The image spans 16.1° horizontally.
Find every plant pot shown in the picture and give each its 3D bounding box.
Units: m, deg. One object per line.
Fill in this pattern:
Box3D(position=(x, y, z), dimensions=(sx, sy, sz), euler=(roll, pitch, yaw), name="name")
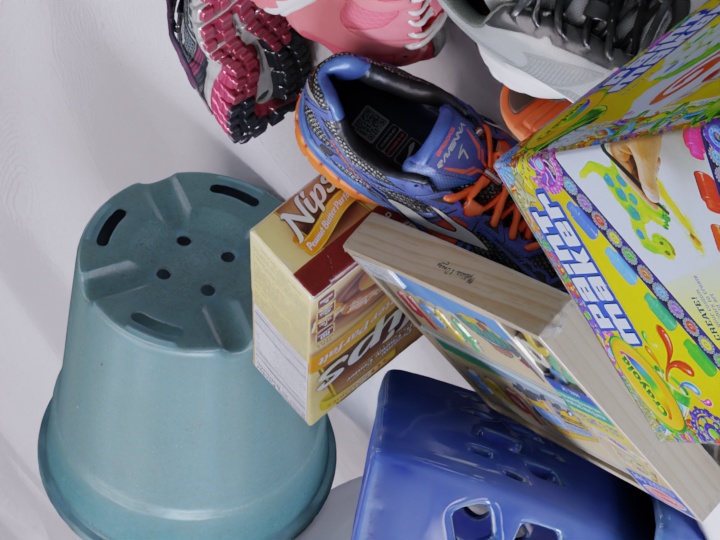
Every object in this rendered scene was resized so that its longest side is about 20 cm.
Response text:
Box3D(position=(-0.108, 0.056, 1.621), dimensions=(0.200, 0.200, 0.197), euler=(42, 148, 27), name="plant pot")
Box3D(position=(0.076, 0.175, 1.301), dimensions=(0.200, 0.179, 0.201), euler=(-71, -9, -80), name="plant pot")

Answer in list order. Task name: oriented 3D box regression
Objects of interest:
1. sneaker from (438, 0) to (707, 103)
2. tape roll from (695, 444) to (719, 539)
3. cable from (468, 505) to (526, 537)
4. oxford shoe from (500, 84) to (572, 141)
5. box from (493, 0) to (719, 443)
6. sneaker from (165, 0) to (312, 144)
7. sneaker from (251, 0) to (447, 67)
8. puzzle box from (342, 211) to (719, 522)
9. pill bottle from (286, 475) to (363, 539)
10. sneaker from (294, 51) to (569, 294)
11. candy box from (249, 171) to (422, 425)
Box3D(position=(0.098, -0.102, 1.077), dimensions=(0.079, 0.074, 0.200), euler=(32, 174, -39), name="sneaker")
Box3D(position=(0.218, 0.100, 1.136), dimensions=(0.203, 0.071, 0.203), euler=(51, 162, 23), name="tape roll")
Box3D(position=(0.112, 0.172, 1.484), dimensions=(0.200, 0.069, 0.200), euler=(53, 158, 2), name="cable")
Box3D(position=(0.148, -0.033, 1.137), dimensions=(0.200, 0.071, 0.073), euler=(42, 175, 40), name="oxford shoe")
Box3D(position=(0.186, -0.048, 0.838), dimensions=(0.122, 0.200, 0.192), euler=(58, 158, -12), name="box")
Box3D(position=(-0.075, -0.146, 1.386), dimensions=(0.075, 0.080, 0.200), euler=(48, 158, 20), name="sneaker")
Box3D(position=(0.020, -0.143, 1.239), dimensions=(0.087, 0.074, 0.200), euler=(42, 163, -16), name="sneaker")
Box3D(position=(0.080, 0.042, 1.202), dimensions=(0.133, 0.025, 0.200), euler=(47, 170, -27), name="puzzle box")
Box3D(position=(0.033, 0.243, 1.687), dimensions=(0.116, 0.116, 0.201), euler=(13, 134, 58), name="pill bottle")
Box3D(position=(0.050, -0.043, 1.231), dimensions=(0.199, 0.076, 0.078), euler=(27, 169, 13), name="sneaker")
Box3D(position=(0.000, 0.000, 1.369), dimensions=(0.055, 0.115, 0.200), euler=(48, 164, 16), name="candy box")
